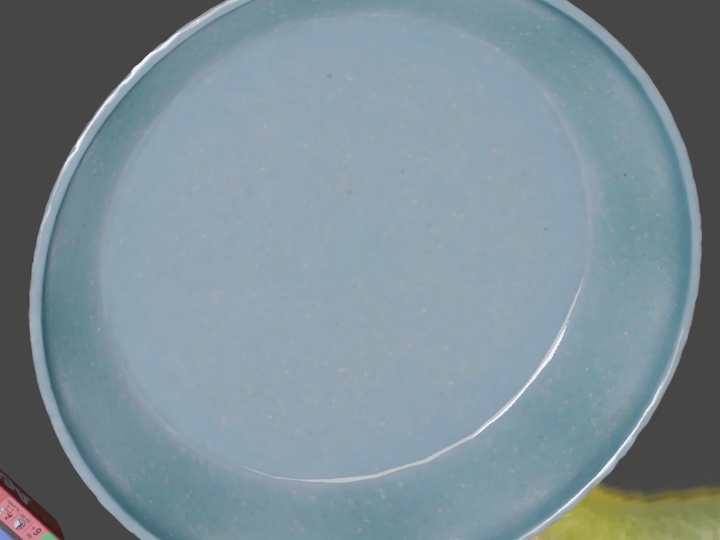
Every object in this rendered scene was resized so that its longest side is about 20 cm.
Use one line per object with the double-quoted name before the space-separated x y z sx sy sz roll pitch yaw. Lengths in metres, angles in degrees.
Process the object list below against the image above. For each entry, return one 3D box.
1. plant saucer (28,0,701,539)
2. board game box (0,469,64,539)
"plant saucer" 0.000 0.000 0.848 0.200 0.036 0.200 -6 114 -13
"board game box" -0.188 0.048 0.823 0.103 0.019 0.200 -42 117 5
